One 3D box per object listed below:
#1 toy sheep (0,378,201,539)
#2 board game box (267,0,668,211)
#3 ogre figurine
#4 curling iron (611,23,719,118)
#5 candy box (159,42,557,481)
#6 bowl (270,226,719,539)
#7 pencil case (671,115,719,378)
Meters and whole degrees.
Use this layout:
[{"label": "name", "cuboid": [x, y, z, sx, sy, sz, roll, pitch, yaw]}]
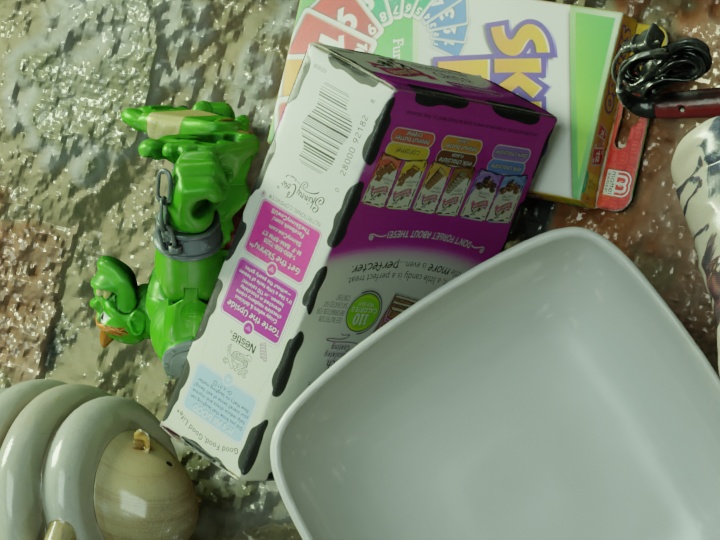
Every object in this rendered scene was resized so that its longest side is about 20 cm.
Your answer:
[{"label": "toy sheep", "cuboid": [-0.165, 0.120, 1.498, 0.199, 0.138, 0.138, -1, 80, 32]}, {"label": "board game box", "cuboid": [0.052, -0.092, 1.483, 0.199, 0.030, 0.096, 12, 87, 26]}, {"label": "ogre figurine", "cuboid": [-0.080, -0.014, 1.463, 0.200, 0.098, 0.120, -152, 63, -66]}, {"label": "curling iron", "cuboid": [0.212, -0.088, 1.389, 0.199, 0.050, 0.026, 5, 54, 20]}, {"label": "candy box", "cuboid": [0.000, 0.000, 1.411, 0.061, 0.136, 0.201, 30, 104, 35]}, {"label": "bowl", "cuboid": [0.076, 0.103, 1.367, 0.199, 0.075, 0.200, -33, 87, -4]}, {"label": "pencil case", "cuboid": [0.193, 0.019, 1.329, 0.078, 0.090, 0.201, -13, 55, 8]}]
